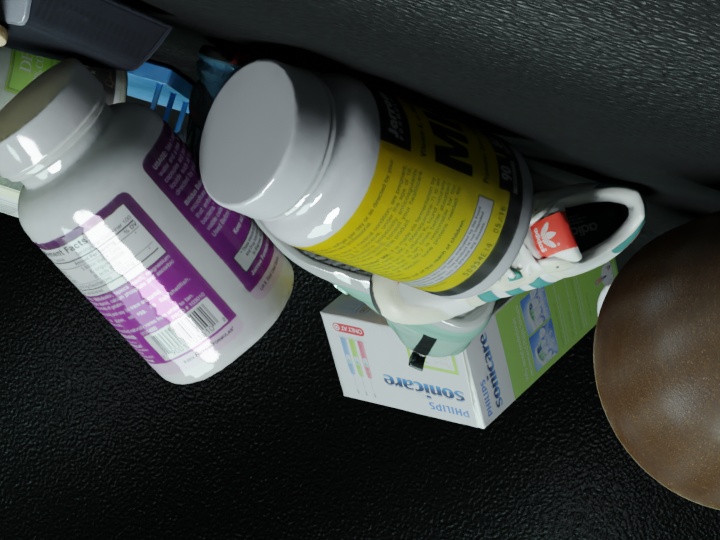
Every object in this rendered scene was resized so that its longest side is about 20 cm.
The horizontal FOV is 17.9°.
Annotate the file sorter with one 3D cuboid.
[{"bbox_3d":[-0.210,-0.108,1.828,0.138,0.123,0.200,16,178,9],"label":"file sorter"}]

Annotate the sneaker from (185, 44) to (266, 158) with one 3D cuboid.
[{"bbox_3d":[-0.078,-0.090,1.539,0.079,0.096,0.200,17,178,17],"label":"sneaker"}]

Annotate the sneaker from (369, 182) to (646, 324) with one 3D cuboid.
[{"bbox_3d":[0.103,-0.019,1.548,0.199,0.071,0.093,-17,175,-13],"label":"sneaker"}]

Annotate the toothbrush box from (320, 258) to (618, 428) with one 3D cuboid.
[{"bbox_3d":[0.091,0.027,1.805,0.145,0.086,0.200,11,-141,40],"label":"toothbrush box"}]

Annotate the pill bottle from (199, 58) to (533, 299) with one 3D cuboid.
[{"bbox_3d":[0.004,-0.059,1.443,0.200,0.115,0.114,18,178,-39],"label":"pill bottle"}]

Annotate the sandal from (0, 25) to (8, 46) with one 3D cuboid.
[{"bbox_3d":[-0.266,-0.122,1.384,0.077,0.070,0.212,18,178,-18],"label":"sandal"}]

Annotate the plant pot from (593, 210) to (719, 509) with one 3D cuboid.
[{"bbox_3d":[0.250,0.032,1.326,0.186,0.187,0.200,17,163,-4],"label":"plant pot"}]

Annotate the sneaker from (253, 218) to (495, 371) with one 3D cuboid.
[{"bbox_3d":[0.000,0.000,1.651,0.200,0.074,0.118,32,161,7],"label":"sneaker"}]

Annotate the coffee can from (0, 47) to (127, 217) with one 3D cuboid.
[{"bbox_3d":[-0.286,-0.125,1.616,0.200,0.147,0.146,18,178,-28],"label":"coffee can"}]

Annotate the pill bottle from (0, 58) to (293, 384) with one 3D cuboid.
[{"bbox_3d":[-0.143,-0.033,1.432,0.200,0.112,0.112,49,166,-21],"label":"pill bottle"}]

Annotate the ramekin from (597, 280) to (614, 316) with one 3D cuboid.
[{"bbox_3d":[0.268,0.062,1.601,0.201,0.098,0.201,47,163,19],"label":"ramekin"}]

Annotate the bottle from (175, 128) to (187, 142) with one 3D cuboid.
[{"bbox_3d":[-0.136,-0.058,1.688,0.065,0.200,0.084,61,-173,-48],"label":"bottle"}]

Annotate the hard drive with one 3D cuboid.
[{"bbox_3d":[-0.229,-0.168,1.423,0.200,0.042,0.135,16,177,40],"label":"hard drive"}]
